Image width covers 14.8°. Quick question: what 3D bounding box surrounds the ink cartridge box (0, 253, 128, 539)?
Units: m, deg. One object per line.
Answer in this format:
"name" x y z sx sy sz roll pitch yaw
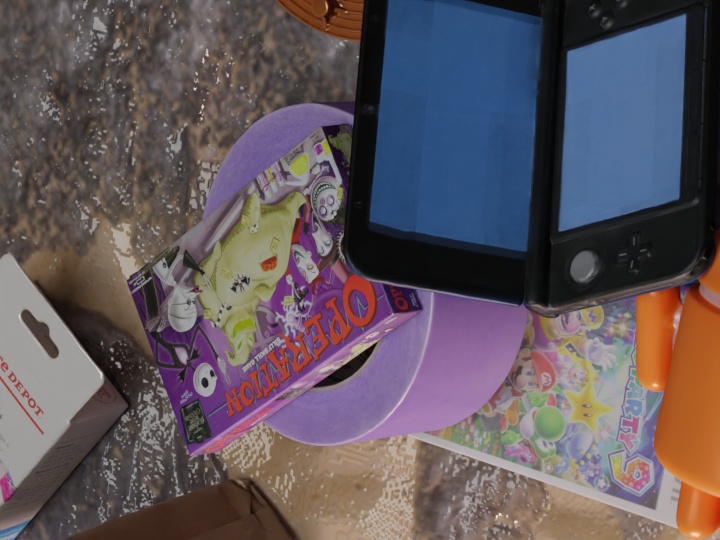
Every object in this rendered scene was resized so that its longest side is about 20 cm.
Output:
"ink cartridge box" -0.234 0.089 1.818 0.115 0.068 0.200 51 120 16

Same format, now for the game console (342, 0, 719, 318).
"game console" 0.096 -0.087 1.510 0.170 0.118 0.201 -16 61 41

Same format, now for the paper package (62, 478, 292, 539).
"paper package" -0.151 0.243 1.716 0.104 0.190 0.200 49 120 17

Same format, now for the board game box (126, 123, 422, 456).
"board game box" -0.054 0.014 1.603 0.200 0.032 0.120 -36 72 41

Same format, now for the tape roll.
"tape roll" 0.000 0.000 1.624 0.200 0.085 0.201 5 96 45

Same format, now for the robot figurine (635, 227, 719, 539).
"robot figurine" 0.224 0.053 1.497 0.144 0.116 0.201 36 118 58

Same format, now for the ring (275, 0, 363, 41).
"ring" 0.000 -0.237 1.656 0.200 0.019 0.201 5 99 31

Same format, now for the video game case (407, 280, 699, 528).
"video game case" 0.124 0.056 1.619 0.200 0.018 0.144 17 105 29
